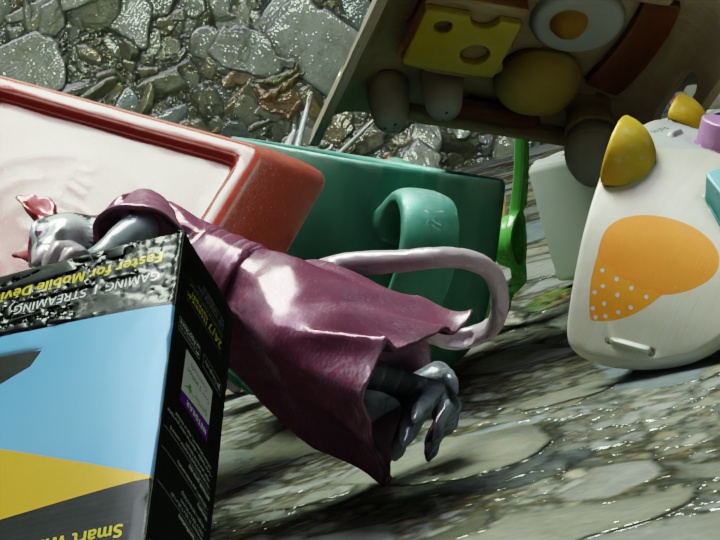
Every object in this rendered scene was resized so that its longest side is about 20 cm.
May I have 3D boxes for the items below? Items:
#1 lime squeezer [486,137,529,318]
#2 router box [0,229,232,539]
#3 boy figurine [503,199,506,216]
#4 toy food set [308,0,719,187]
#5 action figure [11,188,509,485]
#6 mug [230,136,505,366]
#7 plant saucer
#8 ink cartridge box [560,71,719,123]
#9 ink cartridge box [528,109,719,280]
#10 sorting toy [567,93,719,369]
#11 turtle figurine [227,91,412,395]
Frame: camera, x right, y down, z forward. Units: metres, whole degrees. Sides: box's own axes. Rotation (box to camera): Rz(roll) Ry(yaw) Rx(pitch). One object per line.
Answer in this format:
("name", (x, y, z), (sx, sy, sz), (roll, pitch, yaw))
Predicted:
("lime squeezer", (0.072, -0.012, 1.070), (0.038, 0.071, 0.201), (-7, -46, -54))
("router box", (-0.144, 0.076, 0.599), (0.198, 0.051, 0.150), (-15, 44, 16))
("boy figurine", (0.042, -0.038, 1.608), (0.198, 0.065, 0.124), (-12, 6, 22))
("toy food set", (0.085, -0.098, 0.950), (0.198, 0.061, 0.144), (7, -35, -16))
("action figure", (-0.051, 0.006, 0.723), (0.149, 0.199, 0.135), (-55, -16, -33))
("mug", (-0.008, -0.002, 0.940), (0.150, 0.116, 0.185), (10, 5, 15))
("plant saucer", (-0.145, -0.009, 0.837), (0.198, 0.037, 0.201), (16, 55, 20))
("ink cartridge box", (0.164, -0.127, 1.086), (0.198, 0.068, 0.116), (-6, 6, -5))
("ink cartridge box", (0.231, -0.059, 1.162), (0.199, 0.084, 0.146), (-9, 9, 43))
("sorting toy", (0.216, -0.018, 0.862), (0.178, 0.108, 0.200), (8, 15, 23))
("turtle figurine", (-0.027, -0.017, 1.088), (0.201, 0.100, 0.150), (-53, -9, -12))
